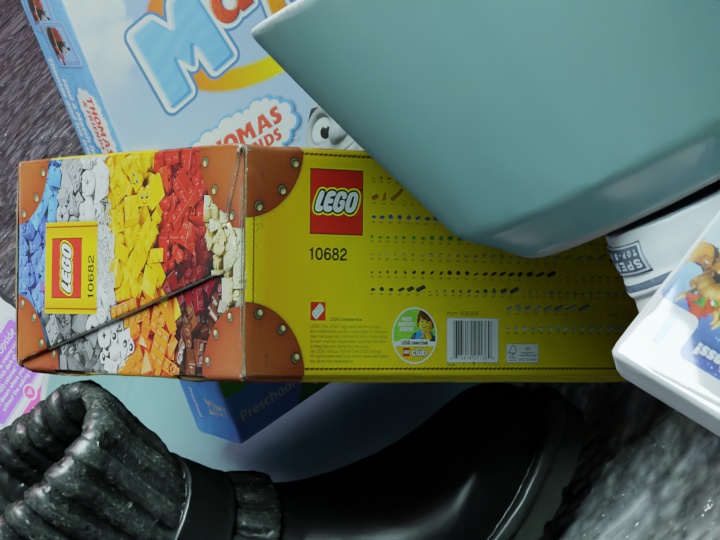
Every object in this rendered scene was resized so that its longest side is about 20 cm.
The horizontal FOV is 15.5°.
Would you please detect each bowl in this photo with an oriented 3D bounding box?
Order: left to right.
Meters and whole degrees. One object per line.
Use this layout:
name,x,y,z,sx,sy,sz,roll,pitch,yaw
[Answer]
bowl,0.076,-0.075,0.814,0.200,0.105,0.201,-27,4,2

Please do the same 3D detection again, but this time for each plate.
plate,-0.031,0.047,1.075,0.199,0.026,0.201,-5,41,4

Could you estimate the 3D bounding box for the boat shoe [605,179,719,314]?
boat shoe,0.180,-0.014,0.799,0.201,0.086,0.075,-25,6,-11

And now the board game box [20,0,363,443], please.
board game box,-0.032,-0.057,1.024,0.151,0.201,0.037,-34,26,-27

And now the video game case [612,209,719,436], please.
video game case,0.184,-0.016,0.730,0.143,0.018,0.200,32,73,27

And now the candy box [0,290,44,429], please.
candy box,-0.200,0.083,1.237,0.168,0.200,0.072,-27,25,44

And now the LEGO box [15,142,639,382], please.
LEGO box,0.000,0.000,0.938,0.149,0.199,0.078,0,88,54

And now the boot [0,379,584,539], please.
boot,-0.038,0.082,0.940,0.211,0.158,0.079,-44,18,5
